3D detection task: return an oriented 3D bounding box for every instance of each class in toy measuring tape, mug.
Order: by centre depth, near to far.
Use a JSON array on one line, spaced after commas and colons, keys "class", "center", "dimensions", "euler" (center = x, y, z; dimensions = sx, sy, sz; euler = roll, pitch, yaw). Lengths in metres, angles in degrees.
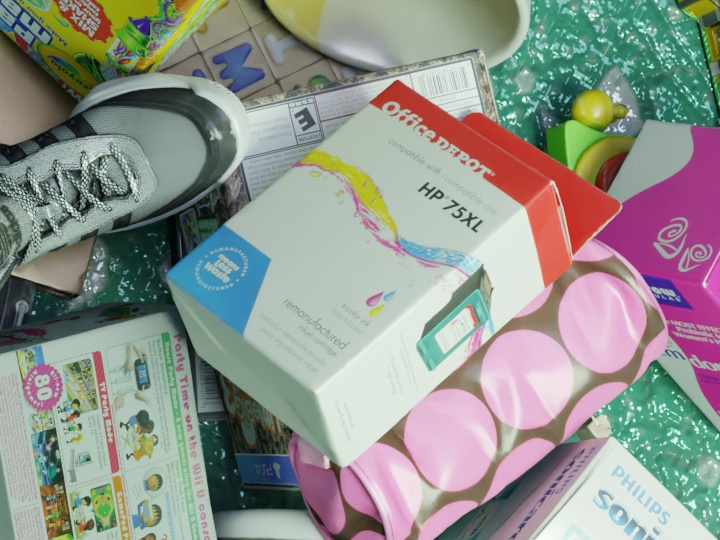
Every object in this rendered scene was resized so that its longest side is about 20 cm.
[{"class": "mug", "center": [0.018, -0.217, 1.389], "dimensions": [0.186, 0.149, 0.154], "euler": [31, 59, -33]}, {"class": "toy measuring tape", "center": [0.148, -0.004, 1.453], "dimensions": [0.073, 0.074, 0.201], "euler": [-2, 83, -21]}]

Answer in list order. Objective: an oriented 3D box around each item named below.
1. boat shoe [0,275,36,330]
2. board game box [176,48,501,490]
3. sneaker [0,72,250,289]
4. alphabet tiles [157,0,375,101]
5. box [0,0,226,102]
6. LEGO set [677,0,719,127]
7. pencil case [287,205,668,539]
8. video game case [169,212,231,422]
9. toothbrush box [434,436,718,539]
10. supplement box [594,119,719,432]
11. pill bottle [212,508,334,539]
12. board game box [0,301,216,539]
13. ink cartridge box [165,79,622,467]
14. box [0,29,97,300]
[{"class": "boat shoe", "center": [-0.202, 0.096, 1.306], "dimensions": [0.068, 0.072, 0.201], "euler": [11, 71, -18]}, {"class": "board game box", "center": [0.000, 0.000, 1.355], "dimensions": [0.159, 0.097, 0.201], "euler": [-14, 92, -21]}, {"class": "sneaker", "center": [-0.153, -0.032, 1.247], "dimensions": [0.199, 0.114, 0.076], "euler": [-15, 111, 17]}, {"class": "alphabet tiles", "center": [-0.076, -0.128, 1.416], "dimensions": [0.167, 0.008, 0.201], "euler": [-28, 92, -22]}, {"class": "box", "center": [-0.139, -0.211, 1.272], "dimensions": [0.200, 0.193, 0.122], "euler": [43, 63, -2]}, {"class": "LEGO set", "center": [0.294, -0.142, 1.500], "dimensions": [0.199, 0.116, 0.155], "euler": [-2, 83, -21]}, {"class": "pencil case", "center": [0.055, 0.059, 1.275], "dimensions": [0.200, 0.091, 0.094], "euler": [-39, 132, -20]}, {"class": "video game case", "center": [-0.007, 0.007, 1.413], "dimensions": [0.199, 0.019, 0.144], "euler": [-2, 87, -22]}, {"class": "toothbrush box", "center": [0.116, 0.171, 1.344], "dimensions": [0.146, 0.200, 0.085], "euler": [45, 69, -11]}, {"class": "supplement box", "center": [0.222, 0.016, 1.419], "dimensions": [0.200, 0.101, 0.104], "euler": [47, 67, -37]}, {"class": "pill bottle", "center": [-0.029, 0.228, 1.326], "dimensions": [0.114, 0.114, 0.201], "euler": [6, 80, -20]}, {"class": "board game box", "center": [-0.171, 0.107, 1.249], "dimensions": [0.199, 0.064, 0.148], "euler": [-14, 100, -38]}, {"class": "ink cartridge box", "center": [0.019, -0.013, 1.242], "dimensions": [0.200, 0.067, 0.116], "euler": [-42, 53, -18]}, {"class": "box", "center": [-0.200, -0.103, 1.353], "dimensions": [0.163, 0.021, 0.201], "euler": [18, 79, -16]}]
